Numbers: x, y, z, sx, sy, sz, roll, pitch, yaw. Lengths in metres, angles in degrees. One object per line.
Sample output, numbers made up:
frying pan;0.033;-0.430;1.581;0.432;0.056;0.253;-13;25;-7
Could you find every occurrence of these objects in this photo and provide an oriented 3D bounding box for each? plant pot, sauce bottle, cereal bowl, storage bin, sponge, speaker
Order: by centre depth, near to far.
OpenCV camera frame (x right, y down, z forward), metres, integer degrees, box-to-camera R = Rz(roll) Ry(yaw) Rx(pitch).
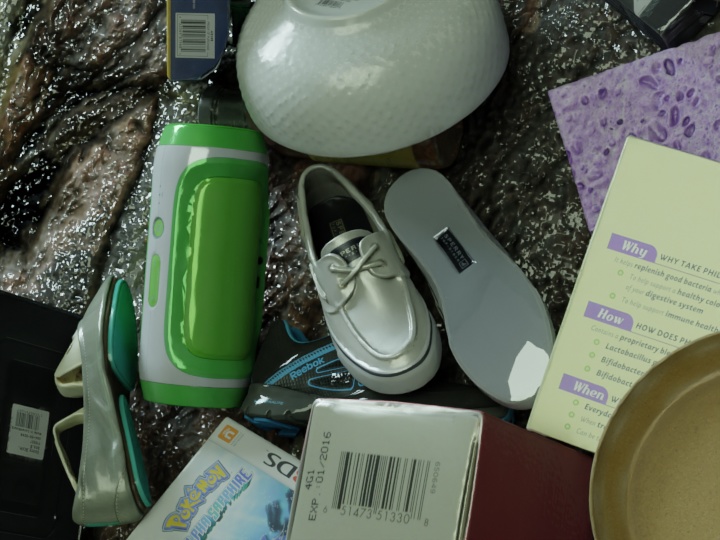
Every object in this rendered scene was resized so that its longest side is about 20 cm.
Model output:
plant pot;0.231;0.128;0.973;0.200;0.027;0.200;-10;64;21
sponge;0.237;-0.103;1.165;0.200;0.030;0.112;-18;70;16
cereal bowl;0.003;-0.175;1.206;0.200;0.083;0.200;-9;43;9
speaker;-0.114;-0.003;1.233;0.088;0.088;0.200;4;90;23
storage bin;-0.274;0.123;1.242;0.094;0.135;0.200;-4;73;38
sauce bottle;-0.026;-0.111;1.256;0.200;0.066;0.066;5;77;23

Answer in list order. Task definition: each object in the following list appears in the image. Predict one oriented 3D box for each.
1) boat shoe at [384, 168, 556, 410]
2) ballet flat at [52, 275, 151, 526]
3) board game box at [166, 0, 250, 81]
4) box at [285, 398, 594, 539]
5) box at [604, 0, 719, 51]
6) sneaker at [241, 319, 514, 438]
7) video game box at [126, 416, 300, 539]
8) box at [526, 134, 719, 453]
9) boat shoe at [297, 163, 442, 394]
boat shoe;0.082;0.018;1.171;0.071;0.070;0.200;-36;57;6
ballet flat;-0.191;0.091;1.219;0.064;0.067;0.200;-13;56;4
board game box;-0.113;-0.245;1.283;0.062;0.200;0.200;0;98;-3
box;0.066;0.155;1.058;0.128;0.200;0.109;1;75;35
box;0.204;-0.274;1.216;0.158;0.050;0.200;-46;64;5
sneaker;0.012;0.077;1.184;0.200;0.073;0.082;4;72;21
video game box;-0.078;0.221;1.157;0.182;0.047;0.200;26;64;27
box;0.227;0.039;1.076;0.176;0.097;0.200;19;90;21
boat shoe;0.000;0.000;1.178;0.072;0.066;0.200;-21;45;3
